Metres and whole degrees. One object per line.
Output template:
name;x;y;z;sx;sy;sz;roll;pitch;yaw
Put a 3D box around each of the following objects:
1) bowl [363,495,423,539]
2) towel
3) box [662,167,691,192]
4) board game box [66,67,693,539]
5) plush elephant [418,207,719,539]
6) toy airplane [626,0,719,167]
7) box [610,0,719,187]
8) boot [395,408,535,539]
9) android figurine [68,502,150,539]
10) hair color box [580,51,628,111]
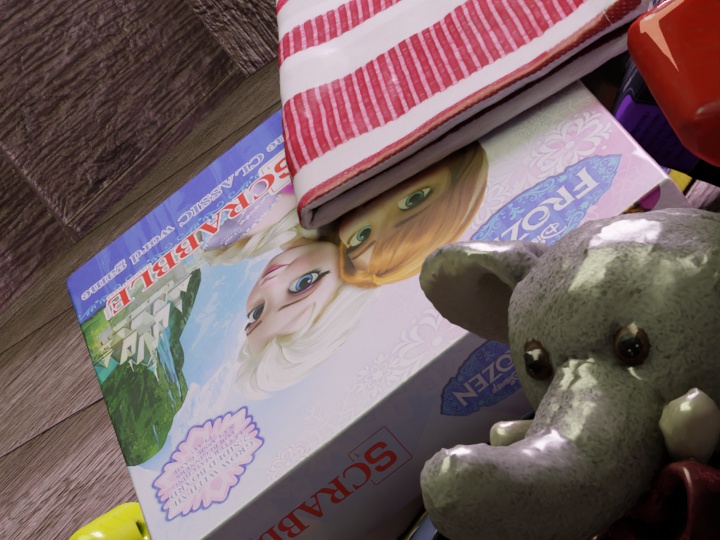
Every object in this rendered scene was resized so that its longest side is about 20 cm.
bowl;0.017;-0.001;0.919;0.200;0.075;0.200;-61;11;15
towel;0.029;-0.108;0.804;0.144;0.023;0.200;-30;32;16
box;0.088;-0.008;1.082;0.117;0.048;0.200;-31;15;41
board game box;0.000;0.000;0.759;0.200;0.041;0.200;-39;31;4
plush elephant;0.079;0.056;0.501;0.165;0.155;0.200;-28;16;50
toy airplane;0.178;-0.072;0.551;0.141;0.199;0.200;102;-171;-55
box;0.179;-0.136;0.844;0.122;0.106;0.200;116;172;-73
boot;0.009;0.111;0.662;0.200;0.075;0.097;-43;-18;-32
android figurine;-0.179;0.172;1.049;0.182;0.041;0.200;-31;-3;16
hair color box;0.103;-0.121;0.973;0.111;0.200;0.064;8;70;32
